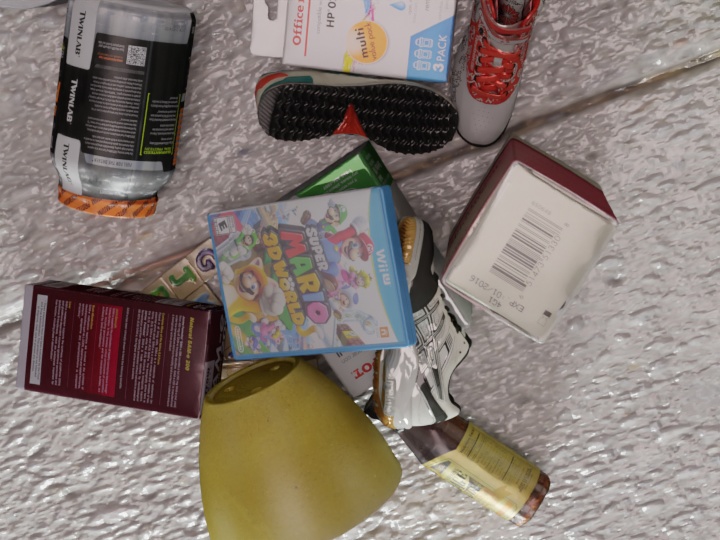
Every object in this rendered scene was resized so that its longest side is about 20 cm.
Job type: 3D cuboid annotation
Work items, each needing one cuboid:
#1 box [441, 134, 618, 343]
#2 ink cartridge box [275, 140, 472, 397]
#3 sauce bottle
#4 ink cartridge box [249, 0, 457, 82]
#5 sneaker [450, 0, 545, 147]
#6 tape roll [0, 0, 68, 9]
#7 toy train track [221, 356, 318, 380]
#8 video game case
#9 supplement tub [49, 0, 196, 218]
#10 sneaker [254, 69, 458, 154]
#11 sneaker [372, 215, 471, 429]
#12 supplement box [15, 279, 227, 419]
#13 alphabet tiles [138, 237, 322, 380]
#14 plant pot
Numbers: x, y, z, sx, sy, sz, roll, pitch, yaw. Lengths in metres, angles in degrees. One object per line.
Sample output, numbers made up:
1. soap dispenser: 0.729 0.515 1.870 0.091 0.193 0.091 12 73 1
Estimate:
1. box: 0.151 -0.035 1.249 0.108 0.200 0.128 30 103 -2
2. ink cartridge box: 0.000 0.000 1.333 0.146 0.083 0.201 -33 98 12
3. sauce bottle: 0.095 0.180 1.375 0.199 0.066 0.066 33 104 0
4. ink cartridge box: -0.009 -0.246 1.287 0.198 0.068 0.116 7 103 4
5. sneaker: 0.124 -0.208 1.261 0.067 0.108 0.203 14 104 2
6. tape roll: -0.321 -0.351 1.296 0.198 0.066 0.202 1 102 6
7. toy train track: -0.142 0.107 1.390 0.198 0.033 0.116 -3 102 8
8. video game case: -0.048 0.005 1.252 0.199 0.018 0.145 -6 96 33
9. supplement tub: -0.228 -0.158 1.301 0.121 0.123 0.202 11 103 3
10. sneaker: -0.006 -0.162 1.300 0.198 0.094 0.071 2 118 -15
11. sneaker: 0.061 0.047 1.268 0.087 0.076 0.202 0 106 -12
12. supplement box: -0.238 0.077 1.365 0.198 0.061 0.110 9 96 13
13. alphabet tiles: -0.130 0.074 1.402 0.167 0.008 0.201 -37 96 12
14. plant pot: -0.077 0.167 1.312 0.198 0.200 0.143 -20 104 10
